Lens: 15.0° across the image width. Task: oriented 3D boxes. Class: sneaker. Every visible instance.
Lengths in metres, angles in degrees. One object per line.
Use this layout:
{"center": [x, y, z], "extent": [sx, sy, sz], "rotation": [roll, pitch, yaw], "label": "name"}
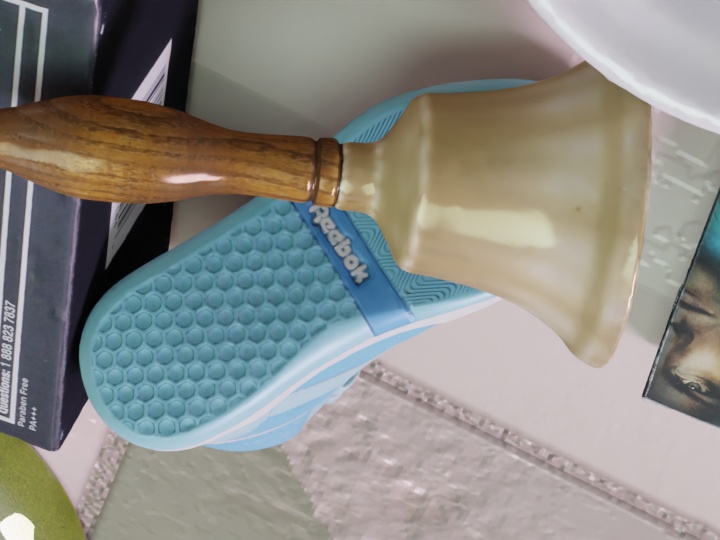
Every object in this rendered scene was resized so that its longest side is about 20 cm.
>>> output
{"center": [0.000, 0.000, 0.972], "extent": [0.199, 0.131, 0.080], "rotation": [-25, 81, 1], "label": "sneaker"}

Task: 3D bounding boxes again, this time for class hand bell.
{"center": [-0.018, -0.030, 0.846], "extent": [0.199, 0.104, 0.104], "rotation": [5, 131, -7], "label": "hand bell"}

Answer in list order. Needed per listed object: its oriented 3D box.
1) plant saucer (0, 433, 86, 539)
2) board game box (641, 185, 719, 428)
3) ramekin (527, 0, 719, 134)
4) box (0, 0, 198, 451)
{"center": [-0.212, 0.115, 1.175], "extent": [0.199, 0.031, 0.201], "rotation": [12, 130, 14], "label": "plant saucer"}
{"center": [0.208, 0.025, 0.929], "extent": [0.199, 0.028, 0.136], "rotation": [20, 131, 6], "label": "board game box"}
{"center": [0.135, -0.141, 0.779], "extent": [0.200, 0.098, 0.201], "rotation": [12, 129, 14], "label": "ramekin"}
{"center": [-0.166, -0.073, 0.942], "extent": [0.198, 0.123, 0.201], "rotation": [17, 130, 7], "label": "box"}
